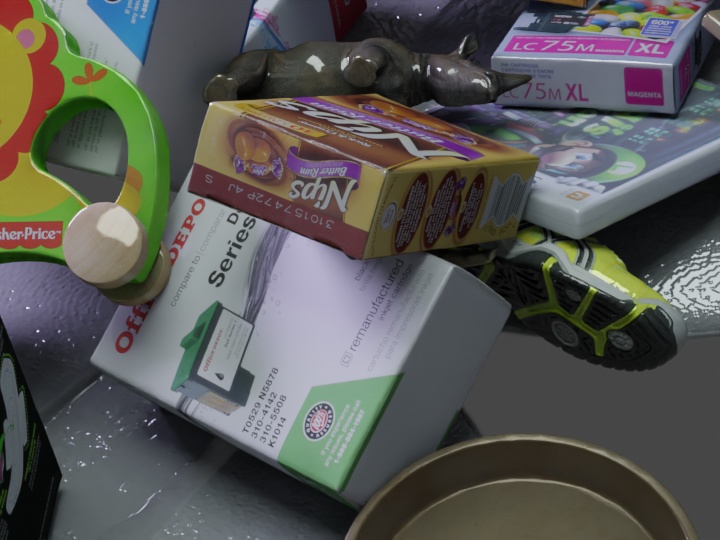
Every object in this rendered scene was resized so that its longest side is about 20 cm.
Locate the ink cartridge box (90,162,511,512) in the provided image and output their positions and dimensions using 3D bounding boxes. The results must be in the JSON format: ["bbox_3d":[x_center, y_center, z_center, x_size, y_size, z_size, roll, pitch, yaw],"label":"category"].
[{"bbox_3d":[-0.037,0.038,1.657,0.200,0.084,0.146,24,84,34],"label":"ink cartridge box"}]

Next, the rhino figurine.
[{"bbox_3d":[0.005,-0.113,1.767,0.199,0.060,0.087,-5,13,1],"label":"rhino figurine"}]

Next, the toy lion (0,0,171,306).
[{"bbox_3d":[-0.206,-0.079,1.672,0.199,0.069,0.193,0,77,14],"label":"toy lion"}]

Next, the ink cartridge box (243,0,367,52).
[{"bbox_3d":[-0.108,-0.160,1.933,0.145,0.083,0.200,14,47,25],"label":"ink cartridge box"}]

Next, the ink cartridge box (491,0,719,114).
[{"bbox_3d":[0.166,-0.157,1.858,0.119,0.042,0.200,4,26,18],"label":"ink cartridge box"}]

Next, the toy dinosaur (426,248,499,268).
[{"bbox_3d":[0.000,0.000,1.737,0.200,0.047,0.088,24,90,52],"label":"toy dinosaur"}]

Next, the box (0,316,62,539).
[{"bbox_3d":[-0.266,0.100,1.594,0.148,0.200,0.125,-2,46,11],"label":"box"}]

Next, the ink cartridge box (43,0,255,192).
[{"bbox_3d":[-0.192,-0.142,1.779,0.199,0.145,0.148,15,92,20],"label":"ink cartridge box"}]

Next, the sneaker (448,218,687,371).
[{"bbox_3d":[0.118,-0.007,1.716,0.200,0.076,0.076,28,56,35],"label":"sneaker"}]

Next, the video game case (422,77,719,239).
[{"bbox_3d":[0.136,-0.084,1.780,0.200,0.023,0.182,-24,32,-37],"label":"video game case"}]

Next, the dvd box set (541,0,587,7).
[{"bbox_3d":[0.060,-0.227,1.901,0.199,0.030,0.146,10,29,7],"label":"dvd box set"}]

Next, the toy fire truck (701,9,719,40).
[{"bbox_3d":[0.326,-0.160,1.812,0.200,0.129,0.176,-42,49,-13],"label":"toy fire truck"}]

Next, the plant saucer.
[{"bbox_3d":[0.086,0.172,1.549,0.199,0.030,0.201,-4,46,4],"label":"plant saucer"}]

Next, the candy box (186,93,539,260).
[{"bbox_3d":[0.005,-0.055,1.618,0.116,0.057,0.200,22,15,24],"label":"candy box"}]
